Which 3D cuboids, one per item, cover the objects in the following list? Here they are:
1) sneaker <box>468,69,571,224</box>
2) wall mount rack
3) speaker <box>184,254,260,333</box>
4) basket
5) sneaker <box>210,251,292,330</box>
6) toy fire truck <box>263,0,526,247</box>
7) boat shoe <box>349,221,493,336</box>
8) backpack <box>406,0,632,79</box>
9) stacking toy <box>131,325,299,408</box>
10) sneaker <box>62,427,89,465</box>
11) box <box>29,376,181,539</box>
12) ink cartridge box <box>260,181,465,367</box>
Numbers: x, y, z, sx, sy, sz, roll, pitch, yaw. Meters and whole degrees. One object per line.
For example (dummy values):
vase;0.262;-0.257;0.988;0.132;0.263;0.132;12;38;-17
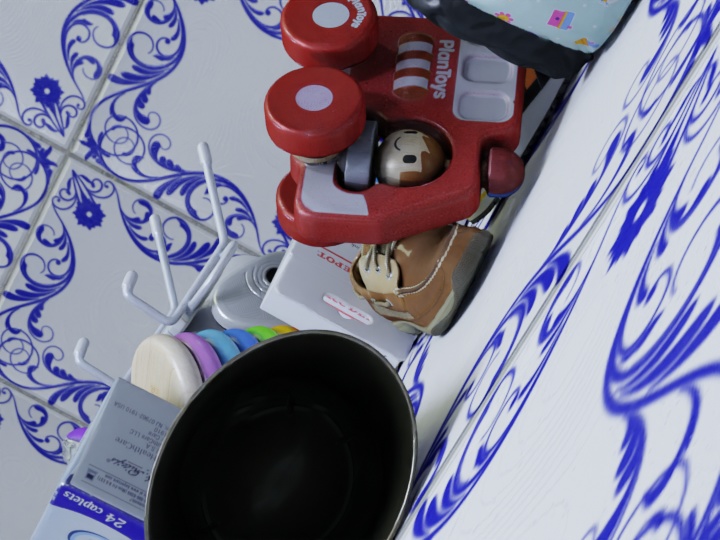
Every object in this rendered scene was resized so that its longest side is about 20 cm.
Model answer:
sneaker;0.096;-0.138;1.493;0.201;0.090;0.070;-62;3;2
wall mount rack;-0.158;0.000;1.717;0.200;0.074;0.174;-48;10;49
speaker;-0.110;0.061;1.752;0.081;0.081;0.200;-60;4;23
basket;-0.048;0.127;1.246;0.181;0.136;0.200;-58;-1;-7
sneaker;-0.035;0.033;1.716;0.199;0.073;0.112;-17;-27;-25
toy fire truck;0.028;-0.100;1.403;0.112;0.167;0.200;85;-170;-48
boat shoe;0.033;0.000;1.448;0.076;0.074;0.200;-62;6;-14
backpack;0.132;-0.229;1.349;0.200;0.166;0.127;-56;26;34
stacking toy;-0.070;0.076;1.596;0.199;0.086;0.085;-10;-33;-35
sneaker;-0.129;0.150;1.639;0.070;0.199;0.100;96;-166;-48
box;-0.140;0.201;1.537;0.200;0.183;0.105;-58;6;52
ink cartridge box;0.000;0.000;1.606;0.068;0.116;0.200;-59;4;41
